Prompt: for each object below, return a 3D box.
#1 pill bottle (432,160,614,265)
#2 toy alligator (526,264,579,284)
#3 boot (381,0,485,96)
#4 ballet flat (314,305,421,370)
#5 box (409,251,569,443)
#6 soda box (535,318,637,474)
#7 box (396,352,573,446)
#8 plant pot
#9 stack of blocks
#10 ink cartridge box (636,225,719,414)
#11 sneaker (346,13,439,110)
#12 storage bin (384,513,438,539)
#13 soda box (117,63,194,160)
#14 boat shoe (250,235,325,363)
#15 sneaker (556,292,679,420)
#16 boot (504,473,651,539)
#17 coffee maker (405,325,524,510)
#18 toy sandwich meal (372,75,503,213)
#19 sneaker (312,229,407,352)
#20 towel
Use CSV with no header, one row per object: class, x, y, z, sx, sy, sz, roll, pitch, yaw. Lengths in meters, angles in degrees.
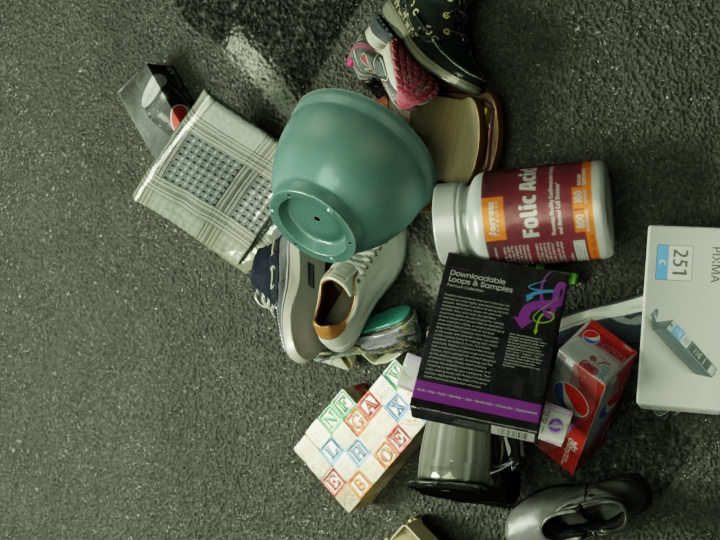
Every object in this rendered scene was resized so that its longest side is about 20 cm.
pill bottle,0.189,-0.063,1.583,0.198,0.114,0.115,-5,92,15
toy alligator,0.167,-0.013,1.659,0.199,0.054,0.060,18,103,27
boot,0.117,-0.317,1.625,0.154,0.073,0.204,-53,45,20
ballet flat,-0.008,0.096,1.765,0.199,0.072,0.073,-11,89,30
box,0.145,0.082,1.516,0.142,0.036,0.201,11,63,11
soda box,0.253,0.147,1.559,0.070,0.063,0.201,38,150,22
box,0.139,0.144,1.531,0.199,0.041,0.039,19,82,10
plant pot,-0.027,-0.095,1.626,0.199,0.135,0.201,24,148,16
stack of blocks,0.018,0.200,1.760,0.115,0.058,0.200,47,115,18
ink cartridge box,0.396,0.055,1.489,0.175,0.045,0.202,3,80,15
sneaker,0.037,-0.237,1.655,0.080,0.200,0.075,36,106,-25
storage bin,0.082,0.446,1.728,0.200,0.094,0.199,43,113,20
soda box,-0.251,-0.184,1.877,0.071,0.063,0.201,-37,77,27
boat shoe,-0.096,0.041,1.774,0.092,0.075,0.201,-25,47,34
sneaker,0.303,0.108,1.579,0.201,0.077,0.147,-16,84,29
boot,0.235,0.290,1.603,0.199,0.131,0.070,-29,81,28
coffee maker,0.134,0.175,1.645,0.133,0.192,0.202,6,76,7
toy sandwich meal,0.080,-0.161,1.686,0.204,0.070,0.207,3,96,29
sneaker,0.000,0.000,1.705,0.072,0.085,0.201,17,75,23
towel,-0.174,-0.110,1.799,0.199,0.035,0.193,33,114,-15
